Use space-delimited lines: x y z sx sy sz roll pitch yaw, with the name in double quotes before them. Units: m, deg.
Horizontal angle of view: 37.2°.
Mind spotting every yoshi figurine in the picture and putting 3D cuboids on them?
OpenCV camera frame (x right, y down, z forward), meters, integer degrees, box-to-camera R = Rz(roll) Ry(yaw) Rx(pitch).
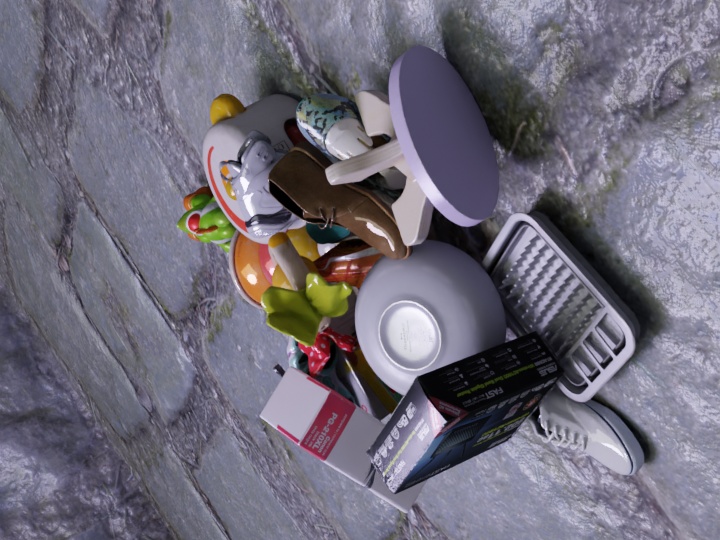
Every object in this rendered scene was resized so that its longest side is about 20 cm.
"yoshi figurine" -0.222 -0.089 1.756 0.112 0.113 0.199 33 173 -24

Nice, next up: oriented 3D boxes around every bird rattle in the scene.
"bird rattle" -0.064 0.032 1.368 0.165 0.111 0.200 61 -179 17

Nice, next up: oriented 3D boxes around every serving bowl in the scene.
"serving bowl" 0.073 0.069 1.283 0.197 0.066 0.204 8 107 27

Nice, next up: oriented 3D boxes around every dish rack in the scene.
"dish rack" 0.226 0.036 1.209 0.201 0.043 0.172 50 150 16

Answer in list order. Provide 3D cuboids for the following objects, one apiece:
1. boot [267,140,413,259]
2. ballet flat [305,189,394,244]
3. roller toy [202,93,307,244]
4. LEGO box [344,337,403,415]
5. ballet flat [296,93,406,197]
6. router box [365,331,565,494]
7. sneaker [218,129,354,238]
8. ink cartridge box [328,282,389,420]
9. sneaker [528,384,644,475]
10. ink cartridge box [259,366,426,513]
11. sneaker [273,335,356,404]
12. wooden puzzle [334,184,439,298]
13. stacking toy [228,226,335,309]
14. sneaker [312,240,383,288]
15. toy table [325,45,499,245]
"boot" -0.027 -0.066 1.261 0.199 0.075 0.074 38 146 17
"ballet flat" 0.002 -0.074 1.350 0.198 0.069 0.071 0 118 52
"roller toy" -0.131 -0.141 1.497 0.181 0.139 0.203 34 142 36
"LEGO box" 0.095 0.146 1.425 0.201 0.077 0.148 53 142 -10
"ballet flat" 0.007 -0.144 1.270 0.198 0.075 0.074 26 175 -42
"router box" 0.119 0.160 1.210 0.063 0.198 0.151 54 139 24
"sneaker" -0.082 -0.137 1.364 0.116 0.198 0.075 57 180 -23
"ink cartridge box" -0.021 0.120 1.584 0.203 0.083 0.145 63 152 -4
"sneaker" 0.247 0.186 1.286 0.199 0.070 0.074 38 145 33
"ink cartridge box" -0.016 0.225 1.423 0.199 0.085 0.144 36 172 -26
"sneaker" -0.087 0.143 1.542 0.139 0.077 0.203 15 129 51
"wooden puzzle" 0.036 -0.014 1.426 0.183 0.037 0.203 -2 115 44
"stacking toy" -0.086 -0.021 1.568 0.198 0.146 0.148 -8 112 46
"sneaker" 0.000 0.000 1.390 0.198 0.073 0.078 -8 112 46
"toy table" 0.062 -0.131 1.189 0.116 0.181 0.204 -28 67 47
